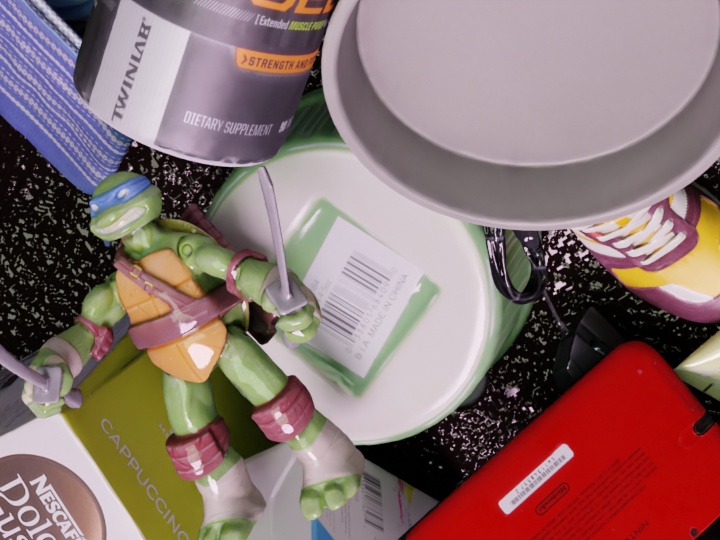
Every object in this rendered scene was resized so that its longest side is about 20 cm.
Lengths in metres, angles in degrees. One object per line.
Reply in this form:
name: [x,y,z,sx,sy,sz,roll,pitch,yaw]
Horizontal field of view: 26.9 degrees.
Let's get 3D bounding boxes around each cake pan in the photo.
cake pan: [0.082,-0.098,0.694,0.198,0.037,0.201,3,140,3]

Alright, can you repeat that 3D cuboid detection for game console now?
game console: [0.125,0.168,0.847,0.200,0.119,0.173,-40,87,-11]

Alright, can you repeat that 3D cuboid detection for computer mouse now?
computer mouse: [0.119,0.026,0.827,0.034,0.059,0.200,4,143,40]

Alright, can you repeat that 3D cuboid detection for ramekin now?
ramekin: [0.000,0.000,0.859,0.198,0.098,0.202,5,110,13]

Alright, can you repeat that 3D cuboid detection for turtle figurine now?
turtle figurine: [-0.086,0.055,0.738,0.143,0.200,0.195,-34,108,-13]

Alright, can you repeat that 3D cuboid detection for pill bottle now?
pill bottle: [-0.052,-0.157,0.668,0.105,0.106,0.202,24,113,5]

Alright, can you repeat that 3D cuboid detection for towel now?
towel: [-0.187,-0.110,0.835,0.145,0.200,0.024,45,73,-5]

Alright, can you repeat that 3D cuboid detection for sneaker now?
sneaker: [0.136,-0.036,0.816,0.200,0.090,0.075,42,113,-2]

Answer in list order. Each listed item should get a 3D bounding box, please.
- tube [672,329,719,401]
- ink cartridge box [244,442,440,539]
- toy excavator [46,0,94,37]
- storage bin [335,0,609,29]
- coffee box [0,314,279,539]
tube: [0.262,0.007,0.819,0.058,0.052,0.200,45,113,-6]
ink cartridge box: [0.015,0.189,0.873,0.067,0.116,0.199,-27,136,30]
toy excavator: [-0.190,-0.225,0.777,0.099,0.200,0.196,-27,87,21]
storage bin: [0.037,-0.208,0.758,0.198,0.134,0.147,3,110,12]
coffee box: [-0.161,0.158,0.901,0.197,0.200,0.201,-27,101,21]
